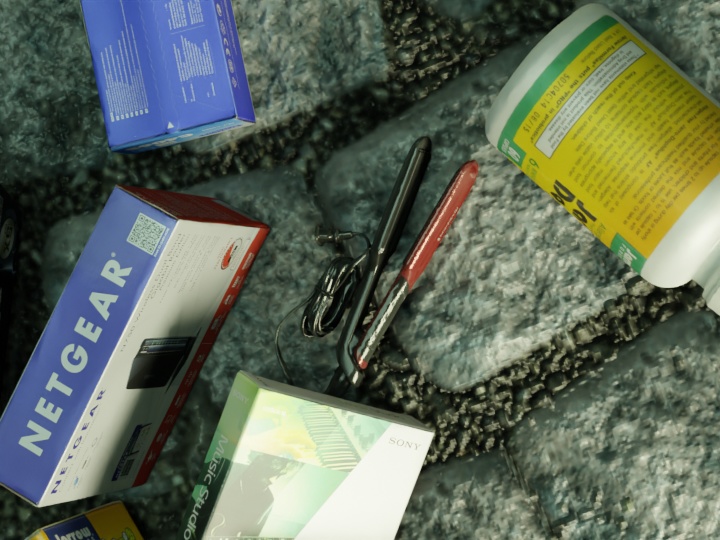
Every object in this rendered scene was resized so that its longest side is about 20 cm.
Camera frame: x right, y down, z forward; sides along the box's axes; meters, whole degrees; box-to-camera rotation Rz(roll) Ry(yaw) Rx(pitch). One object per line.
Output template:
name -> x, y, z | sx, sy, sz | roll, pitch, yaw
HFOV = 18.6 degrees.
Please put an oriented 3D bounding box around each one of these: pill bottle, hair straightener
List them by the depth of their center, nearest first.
pill bottle -> 0.183, -0.061, 1.352 | 0.200, 0.113, 0.113 | 42, 100, 11
hair straightener -> 0.000, 0.000, 1.445 | 0.077, 0.041, 0.200 | 30, 102, 14

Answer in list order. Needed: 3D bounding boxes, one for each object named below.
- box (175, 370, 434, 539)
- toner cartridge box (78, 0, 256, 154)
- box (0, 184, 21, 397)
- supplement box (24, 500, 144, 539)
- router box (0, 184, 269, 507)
box -> -0.048, 0.175, 1.405 | 0.036, 0.144, 0.200 | 26, 98, 55
toner cartridge box -> -0.139, -0.186, 1.475 | 0.095, 0.043, 0.200 | -12, 86, 16
box -> -0.341, 0.021, 1.472 | 0.199, 0.086, 0.164 | 2, 75, 5
supplement box -> -0.173, 0.270, 1.440 | 0.109, 0.109, 0.200 | -34, 81, 23
router box -> -0.148, 0.048, 1.406 | 0.049, 0.179, 0.200 | 28, 97, 14
